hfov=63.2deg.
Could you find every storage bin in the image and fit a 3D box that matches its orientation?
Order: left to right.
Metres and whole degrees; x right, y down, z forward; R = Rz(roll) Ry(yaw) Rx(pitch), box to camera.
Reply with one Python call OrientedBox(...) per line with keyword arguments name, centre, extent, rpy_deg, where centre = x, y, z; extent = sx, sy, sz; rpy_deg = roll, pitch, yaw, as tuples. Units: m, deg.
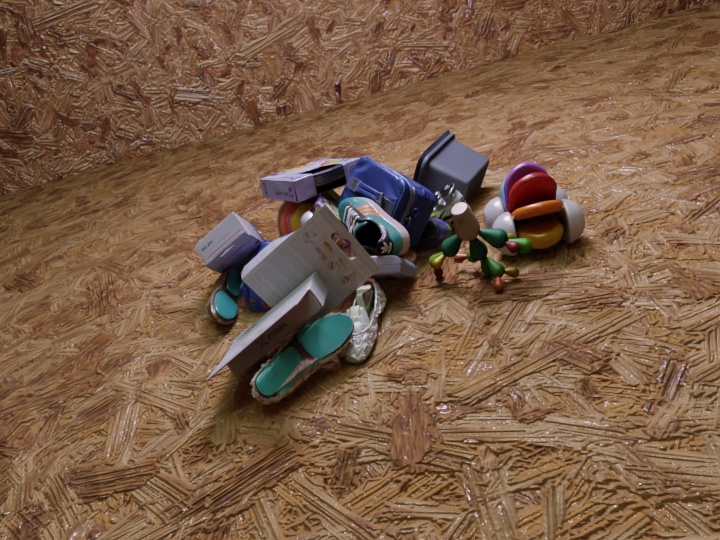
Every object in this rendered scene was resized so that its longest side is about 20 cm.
OrientedBox(name="storage bin", centre=(0.224, -0.230, 1.443), extent=(0.132, 0.149, 0.200), rpy_deg=(28, 42, 18))

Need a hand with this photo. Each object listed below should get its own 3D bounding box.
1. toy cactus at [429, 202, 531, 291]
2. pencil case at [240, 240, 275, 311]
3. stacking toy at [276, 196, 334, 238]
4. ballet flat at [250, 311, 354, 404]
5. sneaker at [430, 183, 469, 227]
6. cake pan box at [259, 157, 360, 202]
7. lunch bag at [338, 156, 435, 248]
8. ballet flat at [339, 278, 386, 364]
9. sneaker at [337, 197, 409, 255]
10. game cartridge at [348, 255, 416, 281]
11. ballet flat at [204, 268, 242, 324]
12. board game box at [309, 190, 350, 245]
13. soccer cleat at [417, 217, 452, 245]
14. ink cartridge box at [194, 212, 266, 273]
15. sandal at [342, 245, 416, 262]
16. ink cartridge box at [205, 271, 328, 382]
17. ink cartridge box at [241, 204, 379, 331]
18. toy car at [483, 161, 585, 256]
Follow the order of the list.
OrientedBox(name="toy cactus", centre=(0.198, -0.043, 1.047), extent=(0.195, 0.167, 0.104), rpy_deg=(-1, 48, 37))
OrientedBox(name="pencil case", centre=(-0.206, 0.007, 1.258), extent=(0.083, 0.081, 0.202), rpy_deg=(0, 26, 0))
OrientedBox(name="stacking toy", centre=(-0.114, -0.101, 1.295), extent=(0.142, 0.151, 0.200), rpy_deg=(-18, 10, -7))
OrientedBox(name="ballet flat", centre=(-0.094, 0.138, 0.933), extent=(0.197, 0.064, 0.076), rpy_deg=(-34, 74, -23))
OrientedBox(name="sneaker", centre=(0.170, -0.123, 1.330), extent=(0.198, 0.088, 0.075), rpy_deg=(-16, 39, 59))
OrientedBox(name="cake pan box", centre=(-0.111, -0.206, 1.321), extent=(0.180, 0.054, 0.198), rpy_deg=(-25, 21, -26))
OrientedBox(name="lunch bag", centre=(0.052, -0.141, 1.226), extent=(0.130, 0.139, 0.199), rpy_deg=(15, 16, -43))
OrientedBox(name="ballet flat", centre=(-0.001, 0.077, 1.020), extent=(0.069, 0.074, 0.202), rpy_deg=(-7, 28, 16))
OrientedBox(name="sneaker", centre=(0.006, -0.089, 1.124), extent=(0.078, 0.074, 0.199), rpy_deg=(-6, 29, -39))
OrientedBox(name="game cartridge", centre=(0.000, 0.000, 1.132), extent=(0.193, 0.043, 0.133), rpy_deg=(-5, -12, 21))
OrientedBox(name="ballet flat", centre=(-0.290, 0.067, 1.226), extent=(0.065, 0.071, 0.201), rpy_deg=(-37, 19, 15))
OrientedBox(name="board game box", centre=(-0.045, -0.121, 1.275), extent=(0.033, 0.118, 0.201), rpy_deg=(-52, 7, 17))
OrientedBox(name="soccer cleat", centre=(0.117, -0.085, 1.302), extent=(0.082, 0.067, 0.197), rpy_deg=(3, 3, -43))
OrientedBox(name="ink cartridge box", centre=(-0.286, -0.056, 1.290), extent=(0.115, 0.067, 0.200), rpy_deg=(-40, -9, 0))
OrientedBox(name="sandal", centre=(0.017, -0.036, 1.239), extent=(0.199, 0.061, 0.080), rpy_deg=(-9, 26, 14))
OrientedBox(name="ink cartridge box", centre=(-0.145, 0.101, 0.953), extent=(0.198, 0.045, 0.177), rpy_deg=(-39, 10, 14))
OrientedBox(name="ink cartridge box", centre=(-0.088, -0.003, 1.036), extent=(0.199, 0.160, 0.048), rpy_deg=(-40, 25, 10))
OrientedBox(name="toy car", centre=(0.331, -0.132, 1.145), extent=(0.169, 0.154, 0.202), rpy_deg=(-13, 25, 5))
